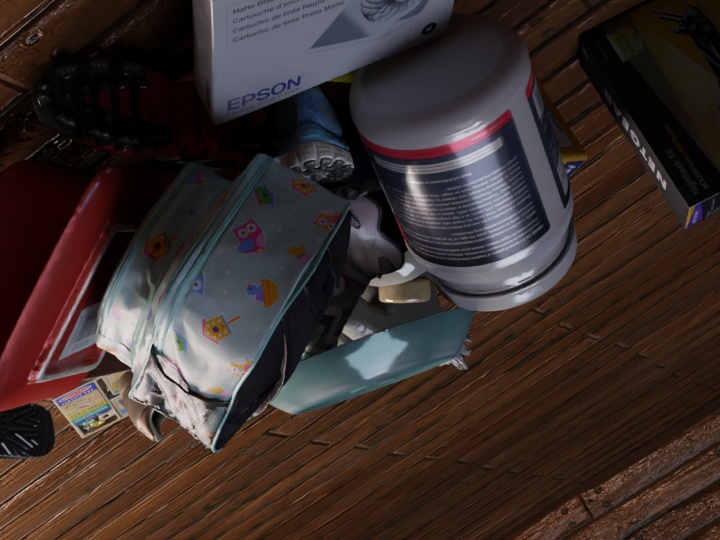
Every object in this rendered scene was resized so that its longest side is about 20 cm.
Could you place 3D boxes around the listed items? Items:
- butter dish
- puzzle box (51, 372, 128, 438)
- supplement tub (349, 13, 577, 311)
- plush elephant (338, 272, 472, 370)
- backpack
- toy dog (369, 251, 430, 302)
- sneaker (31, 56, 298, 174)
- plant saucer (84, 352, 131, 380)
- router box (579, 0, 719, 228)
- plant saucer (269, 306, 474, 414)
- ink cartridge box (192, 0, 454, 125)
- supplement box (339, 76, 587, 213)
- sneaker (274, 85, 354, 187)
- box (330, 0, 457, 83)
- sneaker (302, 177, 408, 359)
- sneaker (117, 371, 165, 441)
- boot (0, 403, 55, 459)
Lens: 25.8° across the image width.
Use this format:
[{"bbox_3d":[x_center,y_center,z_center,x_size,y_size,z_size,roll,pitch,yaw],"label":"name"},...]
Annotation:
[{"bbox_3d":[-0.249,-0.012,1.173,0.201,0.147,0.200,-63,172,6],"label":"butter dish"},{"bbox_3d":[-0.214,0.100,1.609,0.199,0.026,0.133,-26,157,-6],"label":"puzzle box"},{"bbox_3d":[0.084,-0.081,1.208,0.140,0.141,0.201,-27,129,-3],"label":"supplement tub"},{"bbox_3d":[0.004,0.033,1.588,0.154,0.165,0.200,-1,143,47],"label":"plush elephant"},{"bbox_3d":[-0.094,0.010,1.130,0.176,0.153,0.200,-56,-175,-30],"label":"backpack"},{"bbox_3d":[-0.003,-0.012,1.415,0.199,0.133,0.096,-24,-172,-25],"label":"toy dog"},{"bbox_3d":[-0.151,-0.110,1.159,0.199,0.071,0.098,3,170,-29],"label":"sneaker"},{"bbox_3d":[-0.232,0.073,1.426,0.199,0.035,0.200,-13,-178,1],"label":"plant saucer"},{"bbox_3d":[0.316,-0.161,1.443,0.156,0.201,0.052,-28,158,-4],"label":"router box"},{"bbox_3d":[0.006,0.079,1.298,0.199,0.036,0.200,-20,174,-2],"label":"plant saucer"},{"bbox_3d":[-0.019,-0.199,1.058,0.198,0.041,0.200,-24,155,-16],"label":"ink cartridge box"},{"bbox_3d":[0.085,-0.106,1.406,0.199,0.109,0.110,-6,149,-42],"label":"supplement box"},{"bbox_3d":[-0.045,-0.109,1.284,0.078,0.091,0.200,-8,175,-10],"label":"sneaker"},{"bbox_3d":[-0.013,-0.196,1.179,0.199,0.049,0.117,0,144,-46],"label":"box"},{"bbox_3d":[0.000,0.000,1.315,0.139,0.078,0.201,-17,145,-5],"label":"sneaker"},{"bbox_3d":[-0.141,0.097,1.555,0.199,0.076,0.070,-31,158,6],"label":"sneaker"},{"bbox_3d":[-0.399,0.149,1.394,0.199,0.066,0.165,-11,156,31],"label":"boot"}]
